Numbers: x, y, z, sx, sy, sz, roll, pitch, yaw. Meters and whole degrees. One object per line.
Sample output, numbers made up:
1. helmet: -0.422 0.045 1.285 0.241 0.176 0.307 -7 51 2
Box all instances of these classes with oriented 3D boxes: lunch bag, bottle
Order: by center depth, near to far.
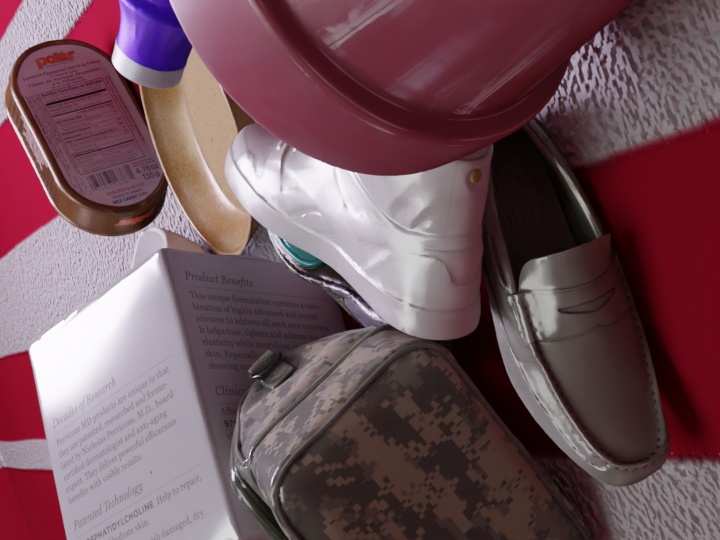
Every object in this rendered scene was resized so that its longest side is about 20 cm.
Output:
1. lunch bag: 0.021 0.135 0.832 0.201 0.139 0.168 50 171 -17
2. bottle: -0.103 -0.207 0.843 0.084 0.064 0.202 60 137 43

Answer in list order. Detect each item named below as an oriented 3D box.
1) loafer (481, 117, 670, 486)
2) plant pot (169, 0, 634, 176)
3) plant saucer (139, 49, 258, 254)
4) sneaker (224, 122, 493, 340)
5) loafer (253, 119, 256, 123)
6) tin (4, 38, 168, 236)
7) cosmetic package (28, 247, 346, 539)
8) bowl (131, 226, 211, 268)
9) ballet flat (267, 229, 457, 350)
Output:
1. loafer: 0.096 0.008 0.691 0.202 0.069 0.070 64 164 13
2. plant pot: 0.044 -0.155 0.549 0.178 0.199 0.203 -20 91 51
3. plant saucer: -0.117 -0.111 1.090 0.200 0.035 0.202 47 148 42
4. sneaker: 0.000 -0.063 0.721 0.199 0.073 0.117 36 131 42
5. loafer: -0.048 -0.147 0.879 0.201 0.067 0.076 -112 30 -44
6. tin: -0.244 -0.123 1.260 0.201 0.111 0.042 59 145 20
7. cosmetic package: -0.102 0.115 0.975 0.166 0.166 0.202 -33 64 35
8. bowl: -0.160 0.067 1.202 0.199 0.074 0.203 -168 86 -73
9. ballet flat: 0.000 0.000 0.900 0.200 0.071 0.073 41 144 48
